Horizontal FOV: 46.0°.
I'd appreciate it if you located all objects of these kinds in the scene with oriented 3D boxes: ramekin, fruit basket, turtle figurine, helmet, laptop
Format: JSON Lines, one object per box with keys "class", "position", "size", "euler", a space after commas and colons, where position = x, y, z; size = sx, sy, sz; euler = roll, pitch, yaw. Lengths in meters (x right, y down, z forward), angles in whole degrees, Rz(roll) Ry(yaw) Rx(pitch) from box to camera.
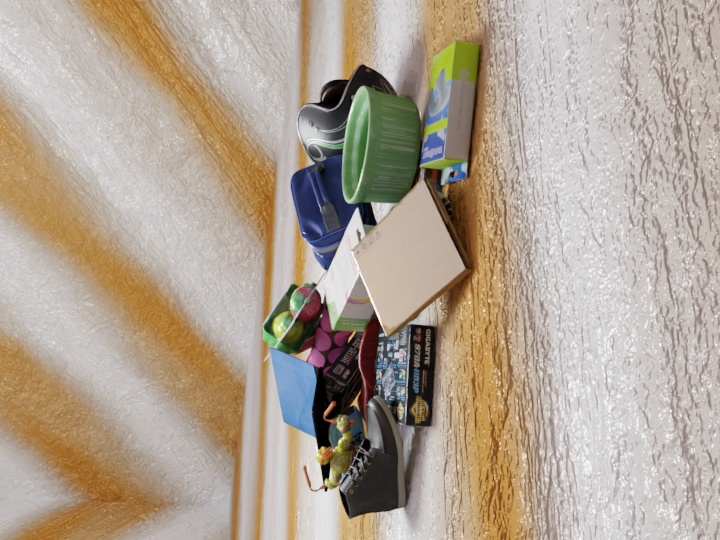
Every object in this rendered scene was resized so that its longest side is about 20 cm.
{"class": "ramekin", "position": [0.036, -0.212, 1.477], "size": [0.200, 0.096, 0.204], "euler": [-174, 90, -77]}
{"class": "fruit basket", "position": [-0.123, 0.071, 1.668], "size": [0.186, 0.093, 0.201], "euler": [-58, -2, -36]}
{"class": "turtle figurine", "position": [-0.011, 0.317, 1.466], "size": [0.065, 0.158, 0.203], "euler": [-113, 31, -59]}
{"class": "helmet", "position": [-0.011, -0.295, 1.662], "size": [0.199, 0.188, 0.204], "euler": [25, -119, -60]}
{"class": "laptop", "position": [-0.117, 0.275, 1.586], "size": [0.201, 0.114, 0.190], "euler": [-83, -12, -59]}

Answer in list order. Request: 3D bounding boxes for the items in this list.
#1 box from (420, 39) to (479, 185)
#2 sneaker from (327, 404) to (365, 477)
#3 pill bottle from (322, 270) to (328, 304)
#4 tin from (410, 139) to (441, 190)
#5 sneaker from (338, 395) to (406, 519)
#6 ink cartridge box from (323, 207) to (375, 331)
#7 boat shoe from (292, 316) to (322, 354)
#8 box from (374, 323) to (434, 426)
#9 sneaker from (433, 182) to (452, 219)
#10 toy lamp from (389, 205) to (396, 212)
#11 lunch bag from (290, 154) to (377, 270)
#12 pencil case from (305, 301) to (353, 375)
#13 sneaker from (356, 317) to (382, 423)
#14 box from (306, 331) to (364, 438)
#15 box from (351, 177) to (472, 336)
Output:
{"class": "box", "position": [0.138, -0.242, 1.323], "size": [0.122, 0.047, 0.204], "euler": [-177, 94, -77]}
{"class": "sneaker", "position": [0.000, 0.340, 1.573], "size": [0.089, 0.078, 0.203], "euler": [23, 132, 44]}
{"class": "pill bottle", "position": [-0.016, 0.001, 1.727], "size": [0.110, 0.107, 0.202], "euler": [-102, 23, -51]}
{"class": "tin", "position": [0.098, -0.173, 1.478], "size": [0.200, 0.041, 0.114], "euler": [-134, 47, -73]}
{"class": "sneaker", "position": [0.012, 0.312, 1.391], "size": [0.075, 0.104, 0.204], "euler": [-154, 54, -68]}
{"class": "ink cartridge box", "position": [0.000, 0.000, 1.503], "size": [0.201, 0.066, 0.118], "euler": [116, 151, -42]}
{"class": "boat shoe", "position": [-0.076, 0.135, 1.806], "size": [0.071, 0.199, 0.069], "euler": [7, 117, 47]}
{"class": "box", "position": [0.071, 0.175, 1.431], "size": [0.200, 0.045, 0.162], "euler": [156, 118, -75]}
{"class": "sneaker", "position": [0.096, -0.054, 1.392], "size": [0.090, 0.077, 0.202], "euler": [-92, 22, -56]}
{"class": "toy lamp", "position": [0.070, -0.014, 1.494], "size": [0.058, 0.057, 0.204], "euler": [135, 137, -69]}
{"class": "lunch bag", "position": [-0.051, -0.120, 1.598], "size": [0.133, 0.134, 0.202], "euler": [61, -170, -56]}
{"class": "pencil case", "position": [-0.061, 0.151, 1.712], "size": [0.094, 0.089, 0.202], "euler": [-94, 22, -52]}
{"class": "sneaker", "position": [0.018, 0.192, 1.580], "size": [0.115, 0.077, 0.204], "euler": [154, 122, -73]}
{"class": "box", "position": [-0.033, 0.222, 1.676], "size": [0.158, 0.049, 0.202], "euler": [-50, -15, -45]}
{"class": "box", "position": [0.073, -0.017, 1.313], "size": [0.200, 0.021, 0.166], "euler": [-43, 60, 38]}
